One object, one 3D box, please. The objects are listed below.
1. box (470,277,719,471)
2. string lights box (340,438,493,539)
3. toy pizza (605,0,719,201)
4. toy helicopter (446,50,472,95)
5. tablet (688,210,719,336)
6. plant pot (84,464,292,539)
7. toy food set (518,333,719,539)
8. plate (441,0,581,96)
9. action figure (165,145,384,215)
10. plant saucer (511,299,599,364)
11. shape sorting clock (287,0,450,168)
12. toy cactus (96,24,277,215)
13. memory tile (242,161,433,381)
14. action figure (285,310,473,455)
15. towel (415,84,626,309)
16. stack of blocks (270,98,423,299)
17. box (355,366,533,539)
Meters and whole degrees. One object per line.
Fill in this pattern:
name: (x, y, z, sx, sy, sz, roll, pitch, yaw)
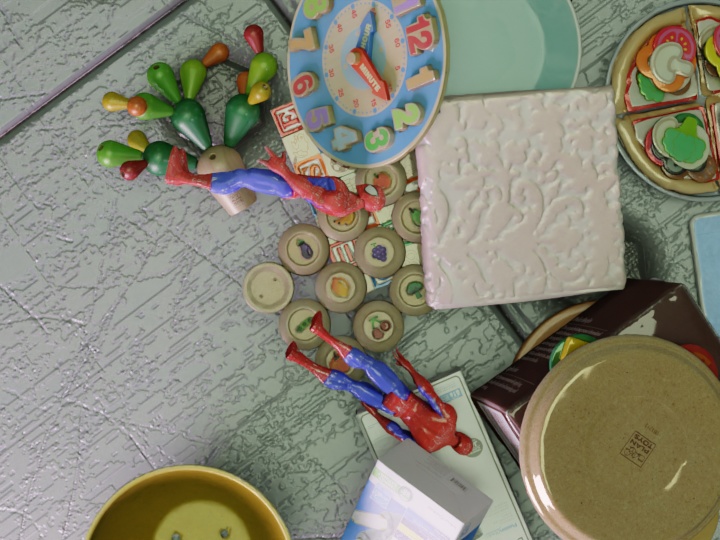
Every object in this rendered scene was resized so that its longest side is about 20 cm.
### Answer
box: (0.237, 0.130, 1.545, 0.200, 0.166, 0.164, -35, 95, -5)
string lights box: (0.035, 0.270, 1.583, 0.103, 0.059, 0.200, 35, 122, 20)
toy pizza: (0.336, -0.167, 1.637, 0.200, 0.032, 0.201, 0, 88, -9)
toy helicopter: (0.141, -0.135, 1.631, 0.200, 0.079, 0.133, 8, 91, -4)
tablet: (0.431, -0.004, 1.661, 0.200, 0.014, 0.130, -8, 91, 1)
plant pot: (-0.156, 0.276, 1.599, 0.200, 0.142, 0.200, 0, 91, 1)
toy food set: (0.232, 0.149, 1.437, 0.200, 0.049, 0.198, 19, 89, -7)
plate: (0.106, -0.207, 1.575, 0.200, 0.026, 0.201, 0, 93, -3)
action figure: (-0.076, -0.083, 1.557, 0.200, 0.065, 0.052, 13, 87, 3)
plant saucer: (0.243, 0.129, 1.654, 0.200, 0.032, 0.201, 0, 90, 1)
shape sorting clock: (0.003, -0.194, 1.537, 0.200, 0.039, 0.200, 2, 93, 39)
toy cactus: (-0.151, -0.133, 1.630, 0.200, 0.102, 0.165, -32, 100, -8)
memory tile: (0.000, 0.000, 1.601, 0.200, 0.017, 0.153, -43, 90, 1)
action figure: (0.026, 0.114, 1.578, 0.200, 0.052, 0.065, 37, 106, -10)
towel: (0.148, -0.070, 1.563, 0.191, 0.032, 0.200, -5, 103, -4)
stack of blocks: (0.003, -0.085, 1.638, 0.115, 0.059, 0.200, -23, 91, 1)
box: (0.085, 0.207, 1.639, 0.116, 0.060, 0.200, -22, 90, 0)
